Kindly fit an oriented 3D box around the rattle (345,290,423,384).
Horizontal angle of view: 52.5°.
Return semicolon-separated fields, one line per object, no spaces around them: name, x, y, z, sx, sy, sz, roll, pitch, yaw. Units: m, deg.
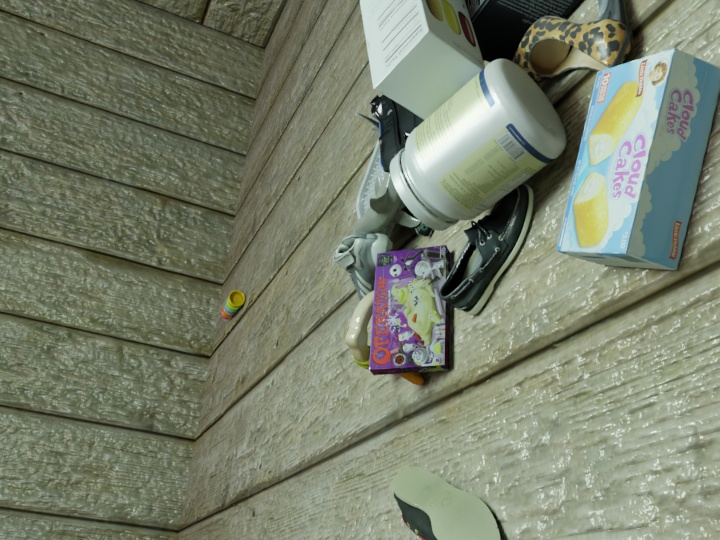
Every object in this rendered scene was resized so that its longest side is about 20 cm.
rattle;0.074;0.072;1.191;0.142;0.131;0.200;-3;40;52

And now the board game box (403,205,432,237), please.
board game box;0.114;-0.163;1.295;0.201;0.028;0.136;-110;40;-60

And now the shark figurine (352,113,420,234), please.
shark figurine;0.035;-0.145;1.216;0.127;0.089;0.217;20;113;33

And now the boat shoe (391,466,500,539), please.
boat shoe;0.110;0.314;0.909;0.201;0.073;0.064;18;131;60

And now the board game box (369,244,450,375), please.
board game box;0.077;0.059;1.121;0.119;0.032;0.202;-9;59;23

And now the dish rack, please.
dish rack;0.042;-0.135;1.378;0.201;0.043;0.173;-100;25;-49

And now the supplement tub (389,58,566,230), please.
supplement tub;0.149;-0.157;0.950;0.199;0.144;0.146;-37;38;32

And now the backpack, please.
backpack;0.110;-0.216;1.128;0.199;0.153;0.192;-30;37;44

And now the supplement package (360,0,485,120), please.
supplement package;0.082;-0.323;1.002;0.109;0.113;0.202;-39;43;36

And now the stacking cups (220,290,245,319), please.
stacking cups;-0.473;0.136;2.663;0.200;0.060;0.061;134;146;-57

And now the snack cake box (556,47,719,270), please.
snack cake box;0.279;-0.107;0.739;0.115;0.066;0.203;-173;97;-71

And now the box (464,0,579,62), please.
box;0.226;-0.437;1.043;0.198;0.122;0.202;136;143;-55

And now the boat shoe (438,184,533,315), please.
boat shoe;0.166;-0.033;0.997;0.075;0.065;0.201;-103;34;-56

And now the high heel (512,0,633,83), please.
high heel;0.250;-0.257;0.915;0.200;0.071;0.144;-37;35;47

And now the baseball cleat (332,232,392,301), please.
baseball cleat;0.000;0.000;1.315;0.201;0.105;0.070;102;180;-46
